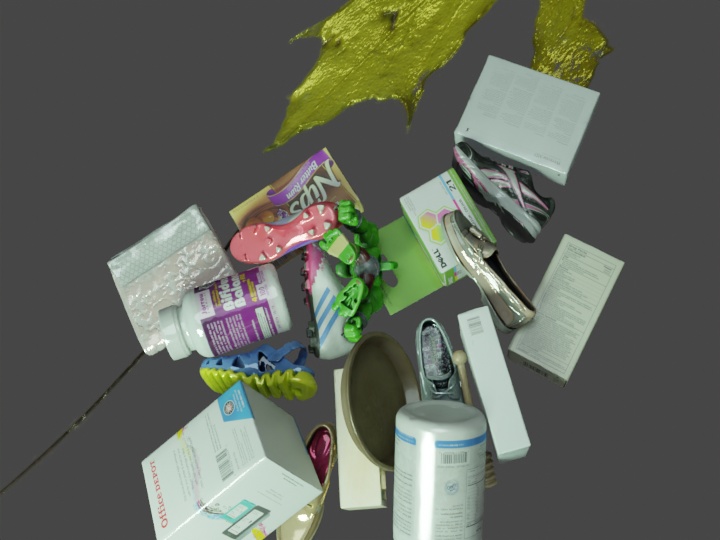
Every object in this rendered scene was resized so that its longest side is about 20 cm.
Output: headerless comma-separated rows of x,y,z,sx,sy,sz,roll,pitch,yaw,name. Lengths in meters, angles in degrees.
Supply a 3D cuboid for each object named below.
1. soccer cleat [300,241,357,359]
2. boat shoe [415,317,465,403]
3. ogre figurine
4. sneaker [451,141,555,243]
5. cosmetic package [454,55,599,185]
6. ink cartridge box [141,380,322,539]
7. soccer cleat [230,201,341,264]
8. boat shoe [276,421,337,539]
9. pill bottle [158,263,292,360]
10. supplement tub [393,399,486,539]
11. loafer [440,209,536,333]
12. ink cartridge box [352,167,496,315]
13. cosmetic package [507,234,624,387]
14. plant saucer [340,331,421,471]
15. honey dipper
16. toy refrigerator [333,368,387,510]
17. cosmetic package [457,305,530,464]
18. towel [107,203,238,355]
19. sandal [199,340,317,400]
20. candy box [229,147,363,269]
-0.049,0.044,1.342,0.084,0.070,0.205,-3,72,-11,soccer cleat
0.119,0.170,1.264,0.069,0.072,0.205,-13,71,5,boat shoe
0.000,0.000,1.287,0.097,0.119,0.204,-24,83,23,ogre figurine
0.233,-0.139,1.348,0.086,0.080,0.200,-41,82,-12,sneaker
0.274,-0.250,1.371,0.197,0.052,0.153,23,77,15,cosmetic package
-0.188,0.298,1.197,0.199,0.146,0.148,-38,45,8,ink cartridge box
-0.115,-0.059,1.328,0.197,0.076,0.068,-20,86,20,soccer cleat
-0.083,0.323,1.252,0.072,0.069,0.204,14,76,13,boat shoe
-0.215,0.070,1.318,0.196,0.113,0.114,-19,70,-6,pill bottle
0.110,0.296,1.163,0.129,0.132,0.205,3,98,10,supplement tub
0.193,-0.008,1.229,0.062,0.071,0.203,-32,85,40,loafer
0.100,-0.044,1.331,0.197,0.076,0.150,-29,71,-2,ink cartridge box
0.311,0.062,1.265,0.102,0.073,0.202,27,79,16,cosmetic package
0.030,0.192,1.220,0.029,0.199,0.205,-15,69,32,plant saucer
0.163,0.219,1.227,0.037,0.038,0.205,-13,90,5,honey dipper
0.003,0.254,1.256,0.068,0.076,0.205,-5,71,7,toy refrigerator
0.193,0.171,1.210,0.051,0.151,0.204,-15,71,2,cosmetic package
-0.315,0.013,1.408,0.198,0.032,0.193,-32,71,0,towel
-0.159,0.156,1.321,0.195,0.080,0.088,2,53,9,sandal
-0.106,-0.100,1.395,0.198,0.057,0.118,-33,71,0,candy box
